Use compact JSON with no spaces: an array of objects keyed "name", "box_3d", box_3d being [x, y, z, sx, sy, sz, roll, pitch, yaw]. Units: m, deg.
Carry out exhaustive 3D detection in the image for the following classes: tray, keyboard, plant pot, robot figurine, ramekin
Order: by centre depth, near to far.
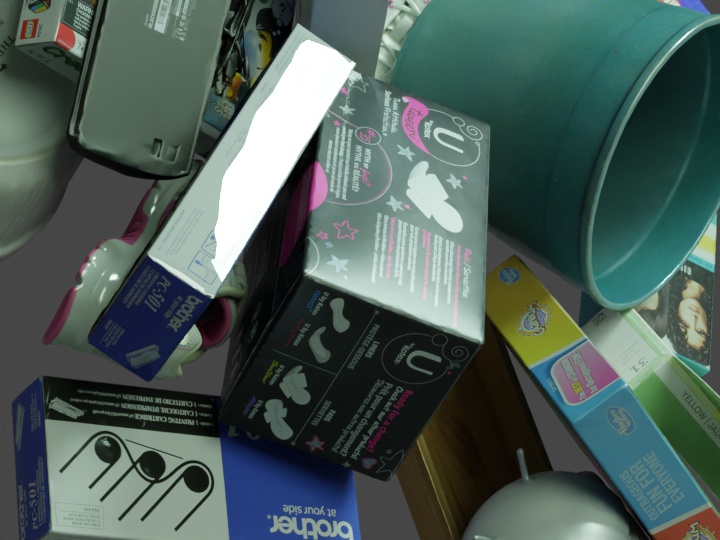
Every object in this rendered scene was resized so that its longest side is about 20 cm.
[{"name":"keyboard","box_3d":[-0.107,-0.143,1.275,0.104,0.040,0.200,22,72,-28]},{"name":"ramekin","box_3d":[-0.243,-0.106,1.295,0.200,0.105,0.200,16,57,-27]},{"name":"robot figurine","box_3d":[0.133,0.201,1.354,0.200,0.113,0.170,54,35,-26]},{"name":"tray","box_3d":[0.057,0.088,1.440,0.099,0.037,0.200,-7,70,-38]},{"name":"plant pot","box_3d":[0.128,-0.103,1.475,0.188,0.200,0.200,27,41,29]}]

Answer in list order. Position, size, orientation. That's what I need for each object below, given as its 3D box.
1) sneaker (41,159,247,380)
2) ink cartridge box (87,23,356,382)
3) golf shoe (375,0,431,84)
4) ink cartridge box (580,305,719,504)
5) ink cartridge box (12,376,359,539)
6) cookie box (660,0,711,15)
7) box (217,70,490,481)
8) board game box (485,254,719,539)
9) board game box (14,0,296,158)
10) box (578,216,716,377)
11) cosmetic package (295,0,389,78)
[{"name":"sneaker","box_3d":[-0.108,0.008,1.316,0.088,0.081,0.200,33,35,1]},{"name":"ink cartridge box","box_3d":[-0.074,-0.039,1.234,0.044,0.094,0.200,34,49,-6]},{"name":"golf shoe","box_3d":[0.013,-0.162,1.513,0.073,0.092,0.200,35,52,-17]},{"name":"ink cartridge box","box_3d":[0.225,0.110,1.436,0.146,0.048,0.200,47,5,-26]},{"name":"ink cartridge box","box_3d":[-0.099,0.121,1.297,0.200,0.044,0.094,9,60,-31]},{"name":"cookie box","box_3d":[0.142,-0.207,1.638,0.171,0.075,0.200,-35,88,-42]},{"name":"box","box_3d":[0.000,0.000,1.322,0.115,0.132,0.200,21,39,-12]},{"name":"board game box","box_3d":[0.149,0.091,1.386,0.153,0.040,0.200,53,1,-26]},{"name":"board game box","box_3d":[-0.114,-0.151,1.313,0.200,0.035,0.126,29,64,-51]},{"name":"box","box_3d":[0.205,-0.017,1.592,0.082,0.049,0.200,24,53,-22]},{"name":"cosmetic package","box_3d":[-0.010,-0.201,1.392,0.052,0.200,0.151,1,60,-6]}]
